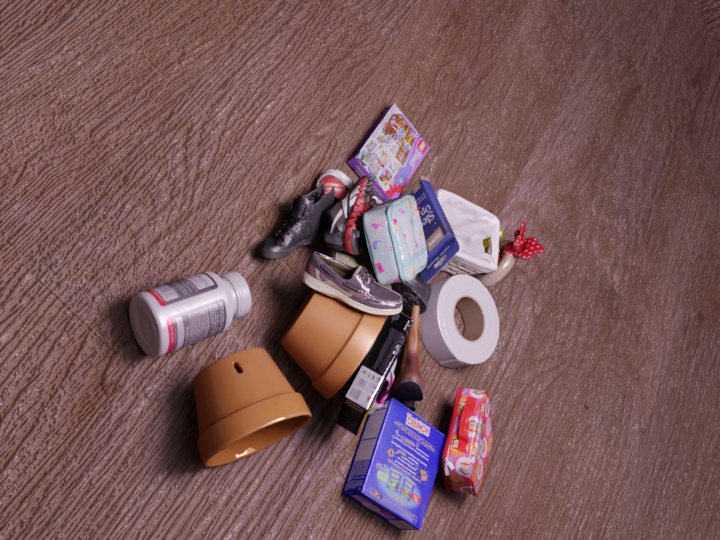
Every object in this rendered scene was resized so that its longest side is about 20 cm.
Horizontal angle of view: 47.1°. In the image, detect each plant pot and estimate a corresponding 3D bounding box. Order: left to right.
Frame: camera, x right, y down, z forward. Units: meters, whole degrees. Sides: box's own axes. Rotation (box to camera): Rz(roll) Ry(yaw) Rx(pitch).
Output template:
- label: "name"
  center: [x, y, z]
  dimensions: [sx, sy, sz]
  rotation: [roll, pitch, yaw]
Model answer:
- label: "plant pot"
  center: [-0.199, 0.227, 1.416]
  dimensions: [0.197, 0.200, 0.142]
  rotation: [-10, 67, -40]
- label: "plant pot"
  center: [-0.061, 0.119, 1.568]
  dimensions: [0.139, 0.200, 0.202]
  rotation: [36, 56, -6]

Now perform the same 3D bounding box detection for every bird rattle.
- label: "bird rattle"
  center: [0.331, -0.026, 1.927]
  dimensions: [0.112, 0.199, 0.164]
  rotation: [41, 81, -27]

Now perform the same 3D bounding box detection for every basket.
- label: "basket"
  center: [0.205, -0.076, 1.873]
  dimensions: [0.197, 0.122, 0.139]
  rotation: [21, 65, -32]

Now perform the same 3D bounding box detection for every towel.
- label: "towel"
  center: [0.000, 0.000, 1.651]
  dimensions: [0.146, 0.037, 0.201]
  rotation: [31, 16, -13]

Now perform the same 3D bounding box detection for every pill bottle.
- label: "pill bottle"
  center: [-0.290, 0.067, 1.435]
  dimensions: [0.197, 0.110, 0.113]
  rotation: [-20, 90, -40]

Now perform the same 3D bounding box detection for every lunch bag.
- label: "lunch bag"
  center: [0.076, -0.059, 1.647]
  dimensions: [0.200, 0.075, 0.164]
  rotation: [-33, 109, -67]
- label: "lunch bag"
  center: [0.227, 0.356, 1.745]
  dimensions: [0.178, 0.080, 0.203]
  rotation: [71, 30, -52]

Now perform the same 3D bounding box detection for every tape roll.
- label: "tape roll"
  center: [0.223, 0.116, 1.868]
  dimensions: [0.199, 0.070, 0.208]
  rotation: [12, 70, -37]

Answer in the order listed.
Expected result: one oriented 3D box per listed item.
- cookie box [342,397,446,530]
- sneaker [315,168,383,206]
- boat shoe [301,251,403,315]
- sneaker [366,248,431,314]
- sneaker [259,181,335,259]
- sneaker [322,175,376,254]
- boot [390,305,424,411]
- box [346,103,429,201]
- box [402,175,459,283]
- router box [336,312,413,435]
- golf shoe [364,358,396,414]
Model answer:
- label: "cookie box"
  center: [0.073, 0.390, 1.664]
  dimensions: [0.170, 0.075, 0.203]
  rotation: [38, 57, -25]
- label: "sneaker"
  center: [-0.015, -0.127, 1.747]
  dimensions: [0.198, 0.077, 0.086]
  rotation: [34, 64, -15]
- label: "boat shoe"
  center: [-0.011, 0.023, 1.515]
  dimensions: [0.196, 0.066, 0.072]
  rotation: [21, 26, 3]
- label: "sneaker"
  center: [0.085, -0.001, 1.797]
  dimensions: [0.202, 0.075, 0.091]
  rotation: [55, 39, -17]
- label: "sneaker"
  center: [-0.125, -0.100, 1.626]
  dimensions: [0.198, 0.059, 0.107]
  rotation: [-25, 127, -46]
- label: "sneaker"
  center: [-0.025, -0.116, 1.657]
  dimensions: [0.072, 0.095, 0.203]
  rotation: [70, 27, -45]
- label: "boot"
  center: [0.112, 0.172, 1.703]
  dimensions: [0.189, 0.067, 0.205]
  rotation: [70, 28, -66]
- label: "box"
  center: [0.065, -0.261, 1.864]
  dimensions: [0.137, 0.039, 0.201]
  rotation: [47, 53, -18]
- label: "box"
  center: [0.134, -0.088, 1.767]
  dimensions: [0.032, 0.121, 0.203]
  rotation: [13, 43, -41]
- label: "router box"
  center: [0.026, 0.191, 1.548]
  dimensions: [0.050, 0.150, 0.202]
  rotation: [27, 62, 6]
- label: "golf shoe"
  center: [0.045, 0.209, 1.683]
  dimensions: [0.075, 0.091, 0.203]
  rotation: [39, 55, -22]
